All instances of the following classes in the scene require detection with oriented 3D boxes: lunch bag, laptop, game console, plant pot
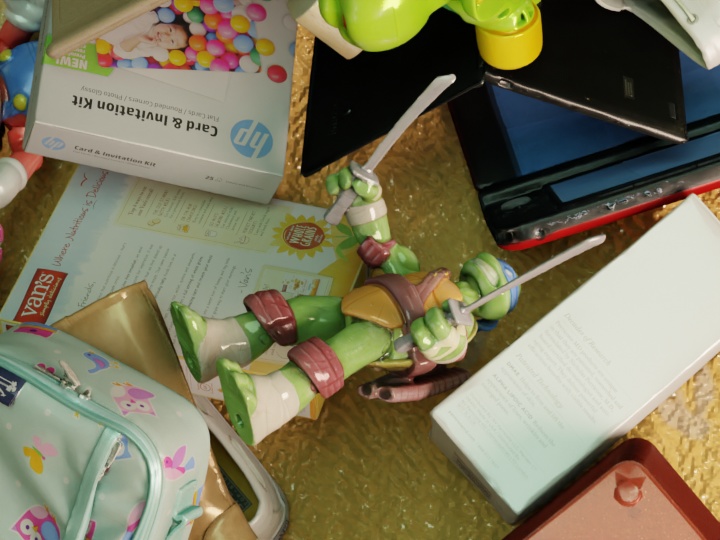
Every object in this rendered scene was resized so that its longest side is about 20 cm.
[{"bbox_3d":[-0.171,0.137,1.214,0.160,0.077,0.200,28,113,23],"label":"lunch bag"},{"bbox_3d":[0.081,-0.127,1.352,0.200,0.116,0.187,17,41,-11],"label":"laptop"},{"bbox_3d":[0.157,-0.104,1.334,0.200,0.172,0.119,-18,98,2],"label":"game console"},{"bbox_3d":[0.140,0.207,1.208,0.200,0.176,0.200,-38,72,-5],"label":"plant pot"}]

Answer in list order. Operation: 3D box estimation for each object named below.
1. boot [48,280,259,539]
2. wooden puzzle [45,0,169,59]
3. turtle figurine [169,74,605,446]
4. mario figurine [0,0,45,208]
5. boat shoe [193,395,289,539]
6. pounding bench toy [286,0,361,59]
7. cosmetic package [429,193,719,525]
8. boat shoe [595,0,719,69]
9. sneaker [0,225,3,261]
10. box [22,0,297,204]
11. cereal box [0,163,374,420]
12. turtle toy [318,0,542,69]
[{"bbox_3d":[-0.148,0.128,1.282,0.175,0.066,0.200,-27,91,19],"label":"boot"},{"bbox_3d":[-0.107,-0.231,1.308,0.185,0.046,0.200,-22,54,31],"label":"wooden puzzle"},{"bbox_3d":[0.000,0.000,1.208,0.194,0.200,0.144,-24,73,-18],"label":"turtle figurine"},{"bbox_3d":[-0.215,-0.114,1.385,0.200,0.106,0.123,-21,35,-7],"label":"mario figurine"},{"bbox_3d":[-0.125,0.092,1.333,0.071,0.070,0.200,-43,73,-6],"label":"boat shoe"},{"bbox_3d":[-0.007,-0.225,1.345,0.200,0.124,0.156,-54,32,-13],"label":"pounding bench toy"},{"bbox_3d":[0.140,0.054,1.284,0.200,0.113,0.081,-41,81,-7],"label":"cosmetic package"},{"bbox_3d":[0.159,-0.188,1.314,0.067,0.074,0.200,-43,48,-9],"label":"boat shoe"},{"bbox_3d":[-0.271,0.045,1.369,0.081,0.088,0.200,9,91,-30],"label":"sneaker"},{"bbox_3d":[-0.119,-0.150,1.370,0.156,0.041,0.200,12,61,-14],"label":"box"},{"bbox_3d":[-0.102,0.009,1.343,0.200,0.040,0.144,12,48,12],"label":"cereal box"},{"bbox_3d":[0.059,-0.190,1.224,0.101,0.146,0.200,22,53,28],"label":"turtle toy"}]
